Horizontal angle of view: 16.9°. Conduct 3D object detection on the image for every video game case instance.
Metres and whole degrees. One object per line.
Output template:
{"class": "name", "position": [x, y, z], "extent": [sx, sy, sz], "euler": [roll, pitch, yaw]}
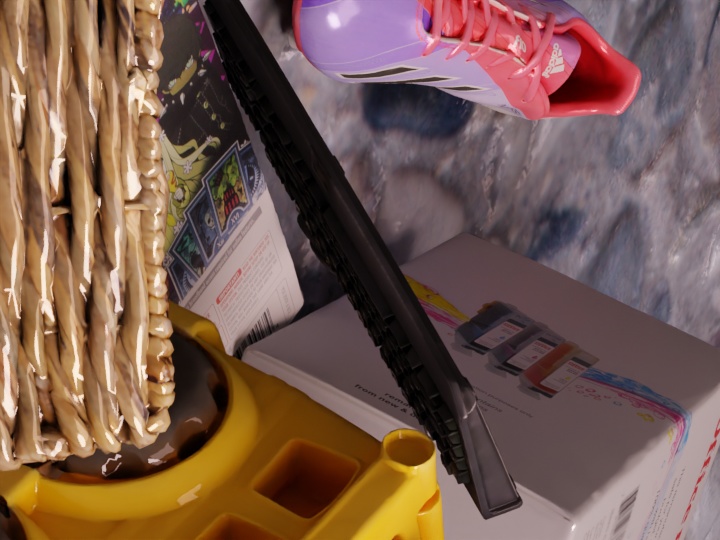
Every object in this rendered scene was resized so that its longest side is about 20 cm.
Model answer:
{"class": "video game case", "position": [-0.102, 0.022, 0.819], "extent": [0.200, 0.036, 0.182], "euler": [-55, 148, -27]}

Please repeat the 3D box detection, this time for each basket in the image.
{"class": "basket", "position": [-0.132, -0.057, 0.659], "extent": [0.142, 0.149, 0.201], "euler": [-5, 107, -15]}

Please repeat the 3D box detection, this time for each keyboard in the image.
{"class": "keyboard", "position": [0.000, 0.000, 0.809], "extent": [0.021, 0.201, 0.127], "euler": [-28, 146, -1]}

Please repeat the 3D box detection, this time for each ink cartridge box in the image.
{"class": "ink cartridge box", "position": [0.041, 0.095, 0.967], "extent": [0.200, 0.144, 0.146], "euler": [-26, 138, -59]}

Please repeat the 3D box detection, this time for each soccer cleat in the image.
{"class": "soccer cleat", "position": [0.043, -0.094, 0.957], "extent": [0.200, 0.076, 0.067], "euler": [8, 100, -61]}

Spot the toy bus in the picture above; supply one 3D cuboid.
{"class": "toy bus", "position": [-0.049, 0.128, 0.741], "extent": [0.200, 0.191, 0.136], "euler": [-42, 142, -39]}
